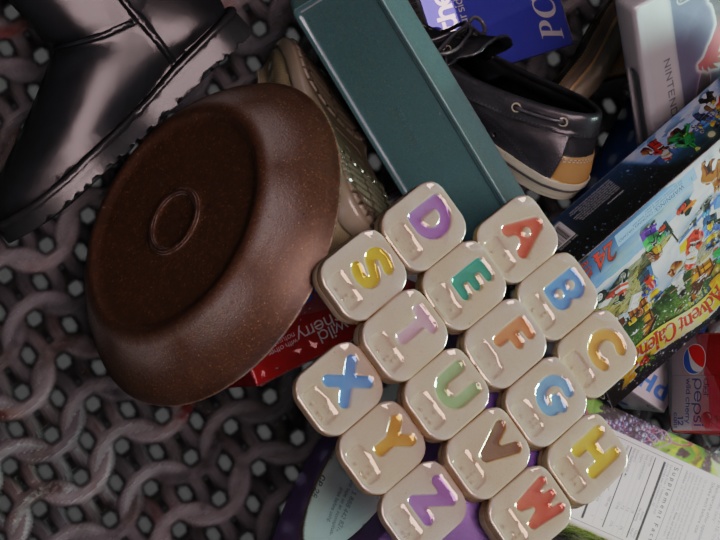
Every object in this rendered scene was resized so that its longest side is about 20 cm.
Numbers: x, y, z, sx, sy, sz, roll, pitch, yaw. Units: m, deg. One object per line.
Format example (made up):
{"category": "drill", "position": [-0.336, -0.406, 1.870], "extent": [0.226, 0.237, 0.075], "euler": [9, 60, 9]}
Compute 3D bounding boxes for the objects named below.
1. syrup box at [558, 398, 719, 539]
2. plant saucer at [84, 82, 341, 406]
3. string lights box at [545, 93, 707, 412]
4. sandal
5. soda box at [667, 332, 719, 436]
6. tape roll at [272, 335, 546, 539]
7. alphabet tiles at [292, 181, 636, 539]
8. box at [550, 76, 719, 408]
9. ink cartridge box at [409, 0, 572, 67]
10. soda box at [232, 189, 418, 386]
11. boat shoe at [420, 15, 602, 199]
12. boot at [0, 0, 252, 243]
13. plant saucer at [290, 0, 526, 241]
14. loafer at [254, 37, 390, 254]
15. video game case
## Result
{"category": "syrup box", "position": [0.157, 0.134, 1.676], "extent": [0.199, 0.079, 0.082], "euler": [24, 80, -18]}
{"category": "plant saucer", "position": [-0.095, -0.022, 1.521], "extent": [0.037, 0.200, 0.201], "euler": [28, 79, -40]}
{"category": "string lights box", "position": [0.187, -0.022, 1.701], "extent": [0.103, 0.059, 0.201], "euler": [32, 78, -20]}
{"category": "sandal", "position": [0.167, -0.138, 1.685], "extent": [0.054, 0.080, 0.200], "euler": [35, 83, -3]}
{"category": "soda box", "position": [0.285, 0.077, 1.695], "extent": [0.199, 0.070, 0.064], "euler": [6, 83, -41]}
{"category": "tape roll", "position": [0.030, 0.125, 1.564], "extent": [0.066, 0.200, 0.201], "euler": [36, 77, -17]}
{"category": "alphabet tiles", "position": [0.062, 0.055, 1.474], "extent": [0.195, 0.015, 0.200], "euler": [-38, 95, -29]}
{"category": "box", "position": [0.197, -0.027, 1.606], "extent": [0.200, 0.038, 0.137], "euler": [-41, 140, -12]}
{"category": "ink cartridge box", "position": [0.058, -0.222, 1.665], "extent": [0.094, 0.044, 0.201], "euler": [-19, 95, -18]}
{"category": "soda box", "position": [0.000, 0.000, 1.620], "extent": [0.199, 0.063, 0.070], "euler": [-25, 95, -19]}
{"category": "boat shoe", "position": [0.061, -0.120, 1.588], "extent": [0.200, 0.075, 0.062], "euler": [35, 120, 17]}
{"category": "boot", "position": [-0.185, -0.139, 1.557], "extent": [0.200, 0.076, 0.168], "euler": [-45, 99, -10]}
{"category": "plant saucer", "position": [0.032, -0.086, 1.563], "extent": [0.201, 0.070, 0.019], "euler": [59, 32, -5]}
{"category": "loafer", "position": [-0.036, -0.068, 1.565], "extent": [0.068, 0.200, 0.076], "euler": [-35, 122, 11]}
{"category": "video game case", "position": [0.250, -0.130, 1.640], "extent": [0.200, 0.023, 0.183], "euler": [-30, 129, -21]}
